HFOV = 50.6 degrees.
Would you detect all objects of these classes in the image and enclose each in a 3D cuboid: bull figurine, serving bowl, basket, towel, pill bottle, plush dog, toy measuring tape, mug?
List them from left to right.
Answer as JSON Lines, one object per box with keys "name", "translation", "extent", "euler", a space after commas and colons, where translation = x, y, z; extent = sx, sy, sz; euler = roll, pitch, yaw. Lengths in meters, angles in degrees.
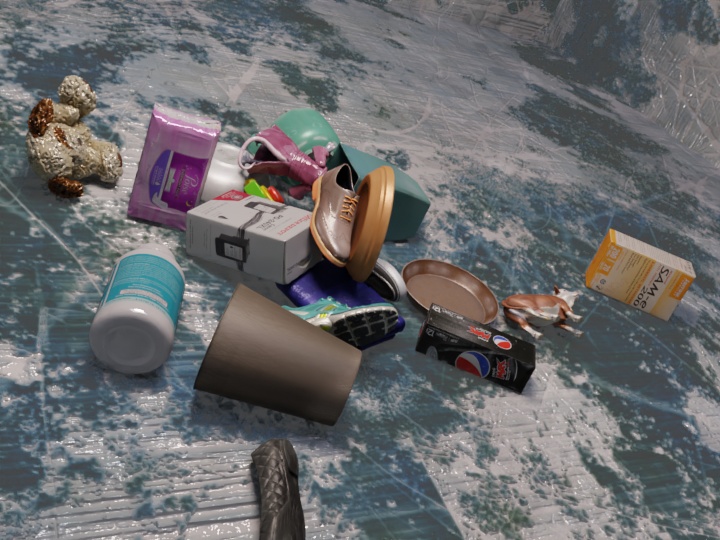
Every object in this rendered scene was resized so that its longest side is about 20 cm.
{"name": "plush dog", "translation": [-0.528, -0.219, 1.331], "extent": [0.158, 0.202, 0.172], "euler": [-15, 23, 4]}
{"name": "pill bottle", "translation": [-0.309, 0.043, 1.084], "extent": [0.109, 0.112, 0.201], "euler": [13, 32, -13]}
{"name": "serving bowl", "translation": [-0.273, -0.206, 1.537], "extent": [0.197, 0.066, 0.201], "euler": [15, 31, -9]}
{"name": "toy measuring tape", "translation": [-0.160, -0.097, 1.454], "extent": [0.073, 0.074, 0.201], "euler": [-18, 65, -47]}
{"name": "basket", "translation": [-0.109, 0.126, 1.066], "extent": [0.198, 0.137, 0.181], "euler": [23, 34, -5]}
{"name": "mug", "translation": [-0.129, -0.242, 1.615], "extent": [0.183, 0.153, 0.115], "euler": [-28, 49, -9]}
{"name": "towel", "translation": [-0.036, 0.061, 1.293], "extent": [0.147, 0.050, 0.200], "euler": [-19, 48, -41]}
{"name": "bull figurine", "translation": [0.367, 0.081, 1.483], "extent": [0.198, 0.066, 0.121], "euler": [-4, 27, -31]}

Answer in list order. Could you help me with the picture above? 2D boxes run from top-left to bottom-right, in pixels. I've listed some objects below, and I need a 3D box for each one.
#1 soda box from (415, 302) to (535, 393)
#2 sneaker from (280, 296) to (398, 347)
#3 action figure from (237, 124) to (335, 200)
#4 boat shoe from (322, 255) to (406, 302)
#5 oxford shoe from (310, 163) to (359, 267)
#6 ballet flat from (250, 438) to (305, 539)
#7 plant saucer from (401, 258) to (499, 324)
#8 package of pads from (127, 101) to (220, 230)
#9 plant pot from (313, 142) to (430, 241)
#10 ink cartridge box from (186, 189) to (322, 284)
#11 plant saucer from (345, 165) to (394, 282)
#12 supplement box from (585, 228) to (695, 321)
{"name": "soda box", "translation": [0.198, 0.133, 1.306], "extent": [0.198, 0.064, 0.071], "euler": [22, 31, 1]}
{"name": "sneaker", "translation": [-0.040, 0.071, 1.182], "extent": [0.197, 0.078, 0.080], "euler": [-6, 46, -1]}
{"name": "action figure", "translation": [-0.122, -0.212, 1.484], "extent": [0.198, 0.135, 0.149], "euler": [26, 2, 3]}
{"name": "boat shoe", "translation": [0.000, 0.000, 1.398], "extent": [0.056, 0.069, 0.199], "euler": [-29, 53, -33]}
{"name": "oxford shoe", "translation": [-0.039, -0.098, 1.285], "extent": [0.071, 0.073, 0.202], "euler": [23, 43, -37]}
{"name": "ballet flat", "translation": [-0.102, 0.288, 0.908], "extent": [0.067, 0.056, 0.201], "euler": [55, 15, -33]}
{"name": "plant saucer", "translation": [0.165, 0.050, 1.445], "extent": [0.198, 0.035, 0.201], "euler": [17, 31, -10]}
{"name": "package of pads", "translation": [-0.326, -0.180, 1.335], "extent": [0.119, 0.202, 0.076], "euler": [15, 26, -17]}
{"name": "plant pot", "translation": [0.032, -0.144, 1.571], "extent": [0.198, 0.142, 0.142], "euler": [12, 31, -29]}
{"name": "ink cartridge box", "translation": [-0.177, -0.061, 1.314], "extent": [0.198, 0.084, 0.145], "euler": [16, 27, 20]}
{"name": "plant saucer", "translation": [0.009, -0.082, 1.293], "extent": [0.037, 0.202, 0.201], "euler": [13, 32, -12]}
{"name": "supplement box", "translation": [0.620, 0.010, 1.698], "extent": [0.198, 0.127, 0.074], "euler": [23, 30, 4]}
